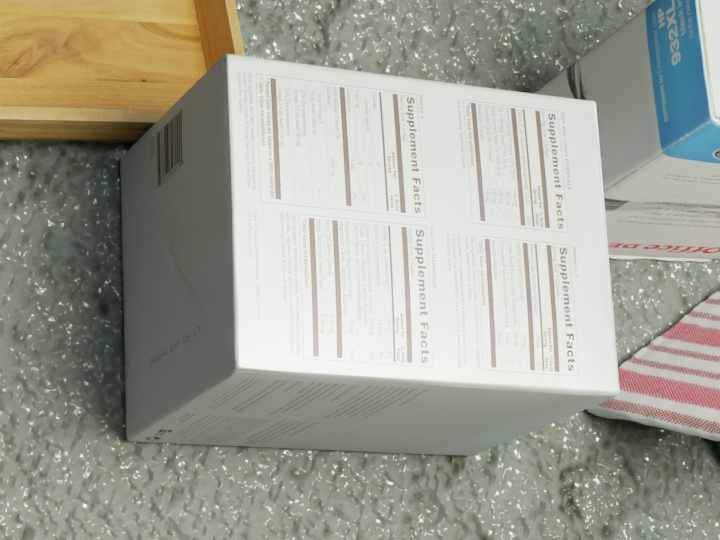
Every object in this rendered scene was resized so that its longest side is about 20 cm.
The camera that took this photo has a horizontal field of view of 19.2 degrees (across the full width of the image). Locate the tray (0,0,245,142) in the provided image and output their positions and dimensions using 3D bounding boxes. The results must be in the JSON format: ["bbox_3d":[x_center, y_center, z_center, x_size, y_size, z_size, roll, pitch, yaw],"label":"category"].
[{"bbox_3d":[-0.147,-0.115,1.047,0.199,0.037,0.100,-2,76,-39],"label":"tray"}]

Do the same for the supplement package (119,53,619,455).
[{"bbox_3d":[0.000,0.000,1.042,0.198,0.152,0.152,5,72,-25],"label":"supplement package"}]

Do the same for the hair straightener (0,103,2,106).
[{"bbox_3d":[-0.224,-0.166,1.043,0.077,0.041,0.201,-35,92,-30],"label":"hair straightener"}]

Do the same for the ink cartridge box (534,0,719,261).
[{"bbox_3d":[0.186,-0.075,1.130,0.144,0.200,0.085,2,72,-25],"label":"ink cartridge box"}]

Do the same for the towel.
[{"bbox_3d":[0.237,0.040,1.158,0.199,0.146,0.030,-33,113,-30],"label":"towel"}]
